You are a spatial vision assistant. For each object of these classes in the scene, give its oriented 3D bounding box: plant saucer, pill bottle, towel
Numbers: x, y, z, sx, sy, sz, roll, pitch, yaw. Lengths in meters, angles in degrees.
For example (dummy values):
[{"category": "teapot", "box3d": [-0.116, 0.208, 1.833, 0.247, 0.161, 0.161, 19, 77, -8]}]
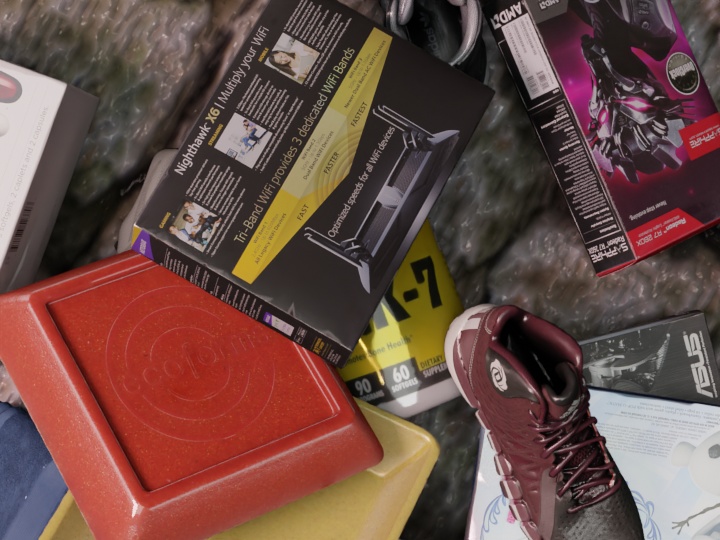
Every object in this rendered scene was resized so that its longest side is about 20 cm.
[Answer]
[{"category": "plant saucer", "box3d": [-0.077, 0.155, 1.317, 0.199, 0.049, 0.201, 24, 58, 8]}, {"category": "pill bottle", "box3d": [0.000, 0.000, 1.399, 0.113, 0.114, 0.201, -21, 90, 0]}, {"category": "plant saucer", "box3d": [-0.108, 0.062, 1.297, 0.199, 0.037, 0.201, -20, 66, -28]}, {"category": "towel", "box3d": [-0.203, 0.179, 1.392, 0.199, 0.048, 0.112, 34, 94, 33]}]

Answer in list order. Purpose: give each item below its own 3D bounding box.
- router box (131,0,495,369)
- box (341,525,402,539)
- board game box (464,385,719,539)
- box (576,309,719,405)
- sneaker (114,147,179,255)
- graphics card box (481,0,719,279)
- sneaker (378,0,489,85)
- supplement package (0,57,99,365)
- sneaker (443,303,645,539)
[{"category": "router box", "box3d": [-0.029, -0.064, 1.314, 0.157, 0.052, 0.201, 30, 72, 1]}, {"category": "box", "box3d": [-0.010, 0.211, 1.345, 0.199, 0.049, 0.083, 17, 57, 14]}, {"category": "board game box", "box3d": [0.169, 0.180, 1.386, 0.198, 0.043, 0.201, 9, 90, 2]}, {"category": "box", "box3d": [0.182, 0.142, 1.431, 0.157, 0.048, 0.202, -13, 90, 0]}, {"category": "sneaker", "box3d": [-0.140, 0.010, 1.428, 0.079, 0.074, 0.201, 32, 105, 42]}, {"category": "graphics card box", "box3d": [0.176, -0.111, 1.402, 0.125, 0.051, 0.201, -23, 89, -33]}, {"category": "sneaker", "box3d": [0.035, -0.204, 1.397, 0.075, 0.114, 0.201, -23, 90, 0]}, {"category": "supplement package", "box3d": [-0.267, -0.044, 1.378, 0.110, 0.156, 0.201, 20, 91, 0]}, {"category": "sneaker", "box3d": [0.125, 0.108, 1.301, 0.075, 0.115, 0.201, -33, 89, -16]}]
